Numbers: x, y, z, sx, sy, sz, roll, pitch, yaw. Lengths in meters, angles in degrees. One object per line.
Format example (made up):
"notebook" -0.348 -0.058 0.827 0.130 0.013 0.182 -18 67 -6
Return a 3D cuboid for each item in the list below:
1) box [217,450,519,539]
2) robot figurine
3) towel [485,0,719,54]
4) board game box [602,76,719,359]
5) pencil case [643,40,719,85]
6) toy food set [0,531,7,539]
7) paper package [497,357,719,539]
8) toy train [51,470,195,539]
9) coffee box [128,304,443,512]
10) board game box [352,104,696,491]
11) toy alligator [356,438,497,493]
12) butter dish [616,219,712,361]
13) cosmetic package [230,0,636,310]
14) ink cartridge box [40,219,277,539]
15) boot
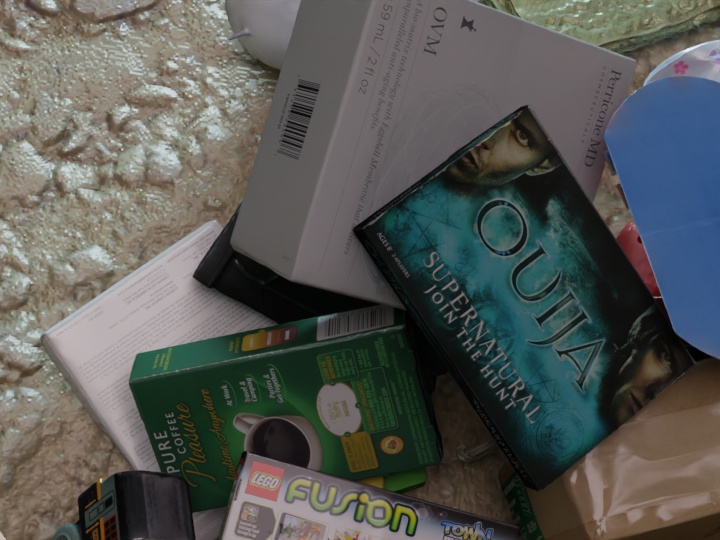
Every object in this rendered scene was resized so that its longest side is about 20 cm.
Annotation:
"box" 0.001 0.204 1.041 0.199 0.035 0.111 17 80 -7
"robot figurine" -0.038 -0.245 1.241 0.169 0.113 0.200 35 68 -16
"towel" 0.203 -0.248 1.300 0.199 0.037 0.149 -21 71 -11
"board game box" 0.230 -0.029 0.989 0.157 0.039 0.201 -10 76 -32
"pencil case" 0.305 -0.087 1.222 0.091 0.083 0.201 -32 69 31
"toy food set" -0.310 0.234 1.067 0.143 0.060 0.200 -36 76 -15
"paper package" 0.208 0.143 1.063 0.190 0.200 0.104 -12 71 -9
"toy train" -0.157 0.232 1.024 0.085 0.114 0.201 14 51 -35
"coffee box" -0.052 0.097 1.064 0.199 0.123 0.044 -13 28 7
"board game box" 0.105 0.017 0.941 0.135 0.028 0.200 -37 100 -12
"toy alligator" 0.003 0.150 1.121 0.199 0.059 0.054 -24 72 -12
"butter dish" 0.254 0.006 1.112 0.198 0.200 0.148 2 69 3
"cosmetic package" 0.048 -0.076 1.004 0.199 0.123 0.200 14 96 -27
"ink cartridge box" -0.123 0.087 1.155 0.161 0.050 0.200 -35 93 -16
"boot" 0.000 0.000 1.104 0.200 0.165 0.066 33 39 -7
